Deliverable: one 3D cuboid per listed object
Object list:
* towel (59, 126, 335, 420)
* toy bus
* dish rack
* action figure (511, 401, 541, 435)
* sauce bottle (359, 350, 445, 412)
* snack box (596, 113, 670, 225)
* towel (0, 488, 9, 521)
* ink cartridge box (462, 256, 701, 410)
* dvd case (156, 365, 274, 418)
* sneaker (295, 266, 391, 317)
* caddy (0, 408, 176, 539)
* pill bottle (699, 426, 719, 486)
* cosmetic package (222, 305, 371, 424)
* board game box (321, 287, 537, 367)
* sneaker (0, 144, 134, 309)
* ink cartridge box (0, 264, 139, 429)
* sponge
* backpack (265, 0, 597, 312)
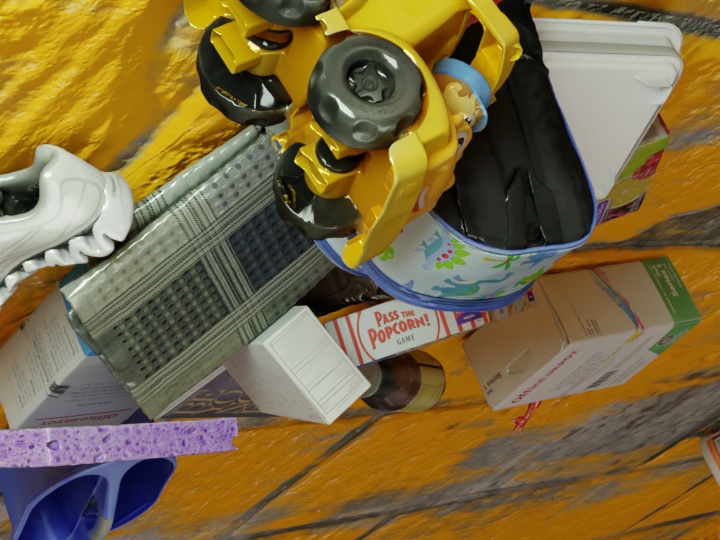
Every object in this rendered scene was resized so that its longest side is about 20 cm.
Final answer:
[{"bbox_3d":[-0.114,-0.001,1.256,0.200,0.035,0.193,-40,149,-12],"label":"towel"},{"bbox_3d":[0.021,-0.128,0.985,0.192,0.200,0.136,-23,161,-26],"label":"toy bus"},{"bbox_3d":[0.139,-0.108,1.293,0.199,0.044,0.172,-2,139,-30],"label":"dish rack"},{"bbox_3d":[0.215,0.120,1.949,0.200,0.065,0.099,-2,133,-44],"label":"action figure"},{"bbox_3d":[0.029,0.103,1.689,0.066,0.066,0.200,-29,165,13],"label":"sauce bottle"},{"bbox_3d":[0.147,-0.067,1.455,0.199,0.053,0.142,-20,158,-11],"label":"snack box"},{"bbox_3d":[-0.432,0.237,1.583,0.200,0.032,0.191,-29,160,14],"label":"towel"},{"bbox_3d":[0.228,0.064,1.814,0.199,0.084,0.145,-8,153,-38],"label":"ink cartridge box"},{"bbox_3d":[-0.090,0.099,1.646,0.149,0.016,0.200,-36,156,29],"label":"dvd case"},{"bbox_3d":[0.000,0.000,1.423,0.070,0.076,0.200,-11,155,-32],"label":"sneaker"},{"bbox_3d":[-0.244,0.188,1.564,0.141,0.105,0.200,-12,156,-26],"label":"caddy"},{"bbox_3d":[0.631,0.260,2.689,0.200,0.110,0.110,-30,159,15],"label":"pill bottle"},{"bbox_3d":[-0.062,0.073,1.404,0.051,0.083,0.200,-40,-169,-15],"label":"cosmetic package"},{"bbox_3d":[0.059,0.040,1.516,0.151,0.046,0.200,-19,177,16],"label":"board game box"},{"bbox_3d":[-0.247,-0.017,1.140,0.200,0.075,0.081,-32,144,14],"label":"sneaker"},{"bbox_3d":[-0.209,0.066,1.366,0.116,0.067,0.200,-3,150,-46],"label":"ink cartridge box"},{"bbox_3d":[-0.199,0.130,1.330,0.111,0.030,0.200,-6,175,38],"label":"sponge"},{"bbox_3d":[0.048,-0.071,1.123,0.183,0.201,0.147,-4,151,-39],"label":"backpack"}]
